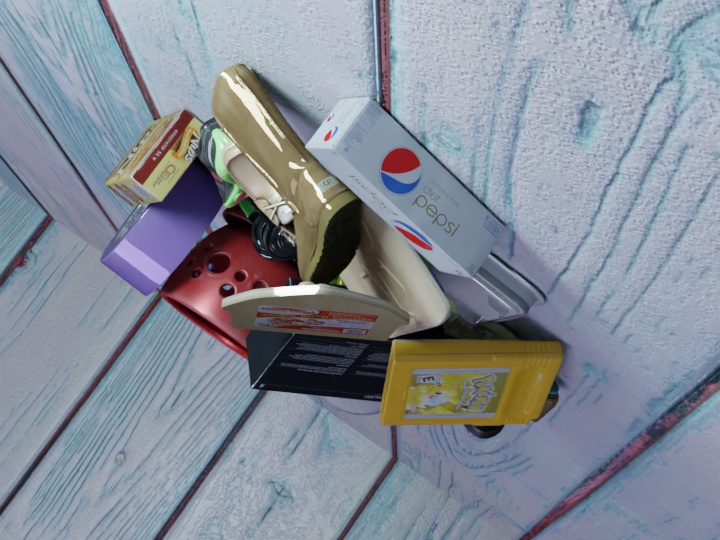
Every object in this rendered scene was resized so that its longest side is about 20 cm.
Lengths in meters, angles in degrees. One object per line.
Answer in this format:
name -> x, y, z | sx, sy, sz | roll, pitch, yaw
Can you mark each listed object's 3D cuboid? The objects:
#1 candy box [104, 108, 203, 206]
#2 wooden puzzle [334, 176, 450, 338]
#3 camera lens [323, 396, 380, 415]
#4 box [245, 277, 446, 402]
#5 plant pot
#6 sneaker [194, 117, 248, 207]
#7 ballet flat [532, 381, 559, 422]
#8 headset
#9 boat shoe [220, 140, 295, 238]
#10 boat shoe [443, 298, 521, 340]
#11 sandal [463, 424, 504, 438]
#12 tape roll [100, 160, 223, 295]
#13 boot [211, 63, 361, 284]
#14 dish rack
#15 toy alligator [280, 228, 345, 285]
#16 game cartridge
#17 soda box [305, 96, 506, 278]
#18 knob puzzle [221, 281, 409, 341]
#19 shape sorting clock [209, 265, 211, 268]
candy box -> -0.273, -0.149, 1.762 | 0.055, 0.116, 0.200 | 40, 167, -18
wooden puzzle -> 0.021, -0.019, 1.419 | 0.186, 0.046, 0.200 | 57, 161, -2
camera lens -> -0.003, 0.115, 1.910 | 0.160, 0.160, 0.200 | 32, 168, 18
box -> -0.019, 0.087, 1.575 | 0.199, 0.079, 0.141 | 9, 141, -26
plant pot -> -0.166, 0.020, 1.944 | 0.200, 0.183, 0.201 | 34, 167, 9
sneaker -> -0.159, -0.139, 1.629 | 0.084, 0.077, 0.200 | 53, 169, 10
ballet flat -> 0.156, 0.143, 1.693 | 0.199, 0.073, 0.068 | 23, -156, -4
headset -> -0.101, -0.056, 1.804 | 0.200, 0.094, 0.123 | 53, 169, -8
boat shoe -> -0.079, -0.082, 1.533 | 0.200, 0.074, 0.069 | 34, -148, -29
boat shoe -> 0.138, 0.087, 1.642 | 0.200, 0.063, 0.073 | 32, 168, 18
sandal -> 0.118, 0.144, 1.755 | 0.201, 0.075, 0.048 | 58, 153, 24
tape roll -> -0.282, -0.067, 1.897 | 0.085, 0.200, 0.200 | 39, 168, -14
boot -> -0.081, -0.096, 1.383 | 0.200, 0.066, 0.175 | 49, 149, 21
dish rack -> 0.097, -0.003, 1.463 | 0.200, 0.044, 0.172 | 38, 168, -7
toy alligator -> -0.036, 0.025, 1.640 | 0.200, 0.054, 0.059 | 40, 155, -15
game cartridge -> 0.129, 0.138, 1.576 | 0.199, 0.033, 0.177 | 1, 147, -3
soda box -> 0.045, -0.079, 1.268 | 0.200, 0.064, 0.068 | 42, 167, -24
knob puzzle -> -0.045, 0.034, 1.370 | 0.218, 0.031, 0.220 | 4, 166, 1
shape sorting clock -> -0.346, -0.049, 2.535 | 0.200, 0.039, 0.200 | 33, 167, 9
